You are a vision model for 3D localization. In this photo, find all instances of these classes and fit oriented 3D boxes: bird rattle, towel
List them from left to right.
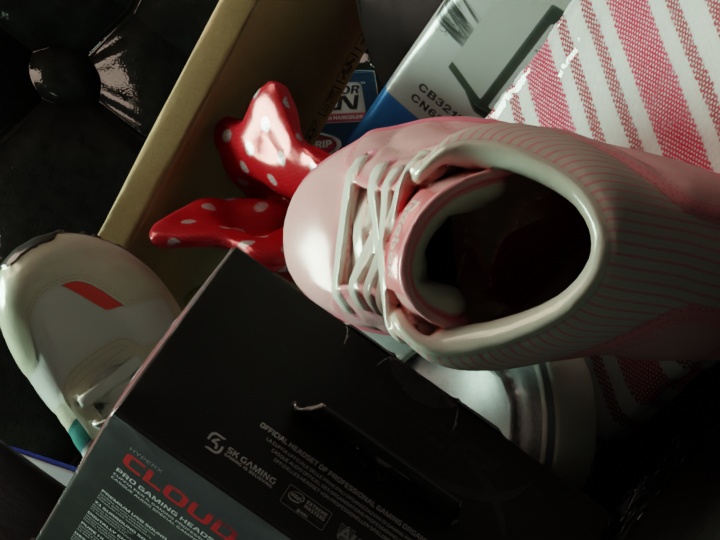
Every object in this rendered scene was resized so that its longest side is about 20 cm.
[{"bbox_3d":[0.000,0.000,0.769,0.200,0.163,0.113,107,-172,-65],"label":"bird rattle"},{"bbox_3d":[0.100,-0.032,0.578,0.200,0.030,0.147,-52,42,47],"label":"towel"}]

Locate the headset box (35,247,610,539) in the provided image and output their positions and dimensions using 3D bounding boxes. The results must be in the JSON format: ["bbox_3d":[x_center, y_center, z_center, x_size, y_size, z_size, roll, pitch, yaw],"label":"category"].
[{"bbox_3d":[-0.023,0.091,0.579,0.075,0.148,0.200,-56,3,-33],"label":"headset box"}]

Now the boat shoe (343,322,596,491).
[{"bbox_3d":[0.015,0.052,0.629,0.201,0.071,0.070,179,91,-68],"label":"boat shoe"}]

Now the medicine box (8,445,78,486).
[{"bbox_3d":[-0.154,0.210,0.924,0.200,0.103,0.183,65,-139,-70],"label":"medicine box"}]

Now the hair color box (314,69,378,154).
[{"bbox_3d":[-0.015,0.003,0.936,0.100,0.060,0.201,132,131,-69],"label":"hair color box"}]

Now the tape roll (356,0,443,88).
[{"bbox_3d":[0.114,-0.146,0.830,0.203,0.202,0.139,-52,2,35],"label":"tape roll"}]

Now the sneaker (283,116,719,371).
[{"bbox_3d":[0.024,-0.012,0.524,0.200,0.104,0.076,8,93,45],"label":"sneaker"}]

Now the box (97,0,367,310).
[{"bbox_3d":[-0.063,-0.050,0.804,0.200,0.021,0.163,-61,-14,6],"label":"box"}]

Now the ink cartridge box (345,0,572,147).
[{"bbox_3d":[0.104,-0.083,0.687,0.084,0.146,0.200,-53,0,-39],"label":"ink cartridge box"}]

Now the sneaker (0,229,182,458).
[{"bbox_3d":[-0.077,0.072,0.713,0.070,0.200,0.093,-33,30,-11],"label":"sneaker"}]

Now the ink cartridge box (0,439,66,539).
[{"bbox_3d":[-0.123,0.186,0.630,0.200,0.197,0.047,-55,2,-41],"label":"ink cartridge box"}]
